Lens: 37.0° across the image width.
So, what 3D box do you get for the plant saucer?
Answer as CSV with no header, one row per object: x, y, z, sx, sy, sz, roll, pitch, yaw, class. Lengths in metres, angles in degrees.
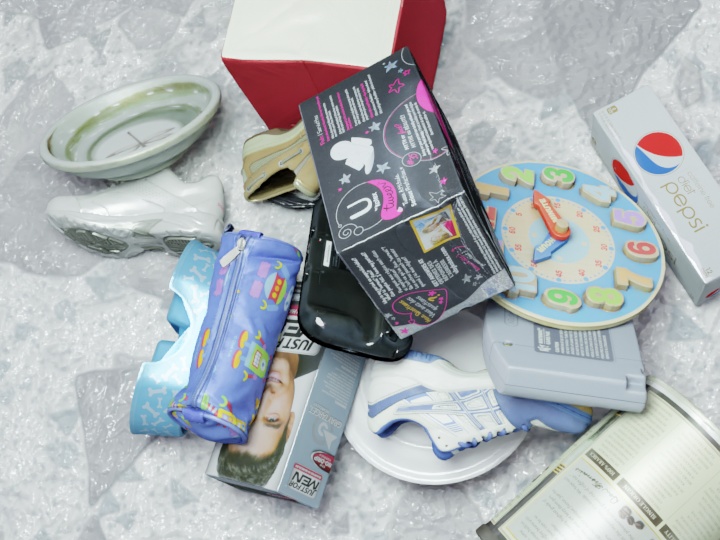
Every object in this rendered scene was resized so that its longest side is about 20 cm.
-0.238,-0.143,1.142,0.199,0.050,0.200,-11,33,7,plant saucer

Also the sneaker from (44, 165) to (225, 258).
-0.233,-0.069,1.143,0.199,0.078,0.100,4,64,7,sneaker

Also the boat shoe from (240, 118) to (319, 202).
-0.043,-0.108,1.065,0.200,0.072,0.076,-16,59,45,boat shoe

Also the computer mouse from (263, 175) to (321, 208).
-0.015,-0.050,1.107,0.200,0.034,0.059,26,70,26,computer mouse

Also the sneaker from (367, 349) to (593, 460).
0.102,0.129,0.950,0.199,0.075,0.089,10,79,21,sneaker

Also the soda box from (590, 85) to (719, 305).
0.295,-0.073,1.019,0.063,0.068,0.200,-28,68,-1,soda box

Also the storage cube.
-0.020,-0.243,1.087,0.170,0.180,0.201,7,75,15,storage cube

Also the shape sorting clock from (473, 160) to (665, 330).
0.180,-0.029,0.978,0.199,0.039,0.201,3,49,-3,shape sorting clock

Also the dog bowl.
-0.170,0.071,1.060,0.049,0.112,0.201,16,76,3,dog bowl

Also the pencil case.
-0.114,0.056,0.986,0.078,0.087,0.201,6,68,25,pencil case

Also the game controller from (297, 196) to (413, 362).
0.000,0.000,0.989,0.104,0.042,0.200,9,42,-3,game controller

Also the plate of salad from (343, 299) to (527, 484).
0.072,0.107,1.023,0.199,0.048,0.201,-4,63,8,plate of salad

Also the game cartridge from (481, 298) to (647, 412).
0.174,0.057,0.946,0.133,0.200,0.042,4,114,7,game cartridge

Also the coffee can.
0.218,0.208,0.903,0.200,0.146,0.146,-41,69,-3,coffee can

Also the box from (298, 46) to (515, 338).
0.036,-0.066,0.920,0.114,0.132,0.200,-25,45,11,box

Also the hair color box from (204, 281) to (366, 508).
-0.062,0.112,1.011,0.099,0.061,0.201,2,66,41,hair color box
